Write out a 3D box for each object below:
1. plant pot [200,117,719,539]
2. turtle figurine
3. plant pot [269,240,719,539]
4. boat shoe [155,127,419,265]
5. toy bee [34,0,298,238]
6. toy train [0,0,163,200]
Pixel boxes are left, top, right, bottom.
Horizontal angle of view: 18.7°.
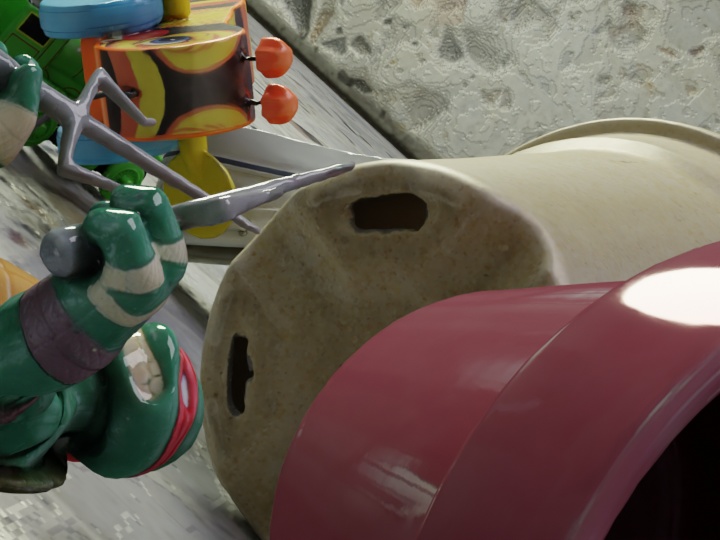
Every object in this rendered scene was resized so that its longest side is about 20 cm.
[{"bbox_3d":[0.049,0.038,0.723,0.200,0.201,0.183,45,18,25],"label":"plant pot"},{"bbox_3d":[-0.088,-0.001,0.443,0.200,0.101,0.150,19,4,-35],"label":"turtle figurine"},{"bbox_3d":[0.071,0.082,0.523,0.200,0.200,0.179,39,-9,-28],"label":"plant pot"},{"bbox_3d":[-0.002,-0.002,0.889,0.202,0.086,0.075,14,-12,22],"label":"boat shoe"},{"bbox_3d":[-0.069,-0.067,0.828,0.200,0.108,0.131,-72,156,-51],"label":"toy bee"},{"bbox_3d":[-0.142,-0.088,0.900,0.042,0.056,0.200,47,8,38],"label":"toy train"}]
